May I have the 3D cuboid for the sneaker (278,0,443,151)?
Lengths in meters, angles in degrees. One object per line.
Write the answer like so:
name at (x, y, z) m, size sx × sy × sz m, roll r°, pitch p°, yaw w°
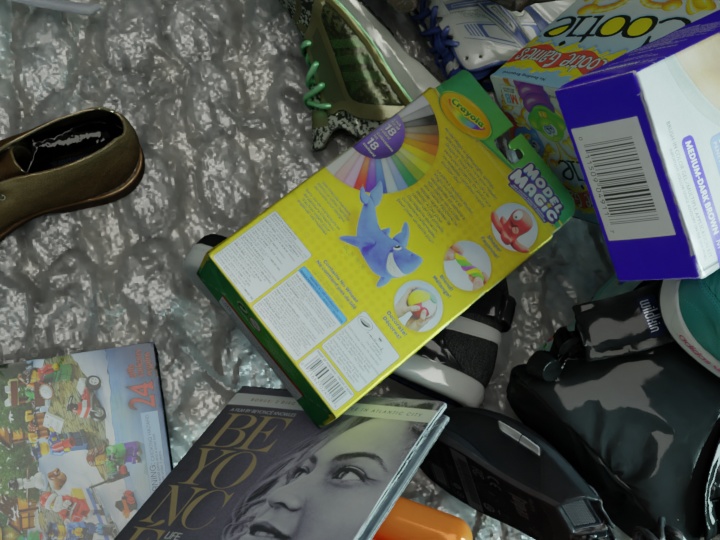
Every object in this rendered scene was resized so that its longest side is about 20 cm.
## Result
sneaker at (-0.012, -0.120, 0.817) m, size 0.089 × 0.077 × 0.200 m, roll -45°, pitch 79°, yaw 2°

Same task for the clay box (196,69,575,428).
clay box at (0.019, -0.017, 0.734) m, size 0.200 × 0.048 × 0.115 m, roll -37°, pitch 87°, yaw -22°

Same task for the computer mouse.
computer mouse at (0.121, 0.145, 0.748) m, size 0.199 × 0.141 × 0.046 m, roll 22°, pitch 60°, yaw 39°

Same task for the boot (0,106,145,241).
boot at (-0.230, -0.052, 0.771) m, size 0.199 × 0.075 × 0.074 m, roll -23°, pitch 81°, yaw -10°

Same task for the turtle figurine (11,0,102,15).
turtle figurine at (-0.294, -0.226, 0.773) m, size 0.193 × 0.144 × 0.201 m, roll -29°, pitch 77°, yaw -8°

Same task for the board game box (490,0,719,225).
board game box at (0.192, -0.127, 0.782) m, size 0.200 × 0.103 × 0.105 m, roll -43°, pitch 39°, yaw -23°

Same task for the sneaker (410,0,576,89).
sneaker at (0.068, -0.165, 0.828) m, size 0.199 × 0.075 × 0.088 m, roll 31°, pitch 76°, yaw 3°

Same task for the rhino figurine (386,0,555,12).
rhino figurine at (0.032, -0.196, 0.767) m, size 0.199 × 0.060 × 0.088 m, roll 18°, pitch 36°, yaw 9°

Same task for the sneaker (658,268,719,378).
sneaker at (0.265, 0.046, 0.657) m, size 0.199 × 0.121 × 0.084 m, roll 30°, pitch 75°, yaw -15°

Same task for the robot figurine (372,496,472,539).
robot figurine at (0.005, 0.199, 0.708) m, size 0.199 × 0.117 × 0.145 m, roll 17°, pitch 76°, yaw -5°

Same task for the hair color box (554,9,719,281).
hair color box at (0.207, -0.083, 0.680) m, size 0.199 × 0.065 × 0.110 m, roll -28°, pitch 103°, yaw -32°

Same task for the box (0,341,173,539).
box at (-0.173, 0.151, 0.744) m, size 0.136 × 0.038 × 0.201 m, roll -8°, pitch 77°, yaw -8°

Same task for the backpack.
backpack at (0.197, 0.050, 0.763) m, size 0.200 × 0.127 × 0.167 m, roll -44°, pitch 96°, yaw -15°

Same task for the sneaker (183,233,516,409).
sneaker at (0.000, 0.000, 0.788) m, size 0.199 × 0.073 × 0.112 m, roll 26°, pitch 71°, yaw -6°

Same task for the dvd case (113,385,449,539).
dvd case at (-0.058, 0.133, 0.681) m, size 0.200 × 0.148 × 0.016 m, roll -50°, pitch 129°, yaw -42°
